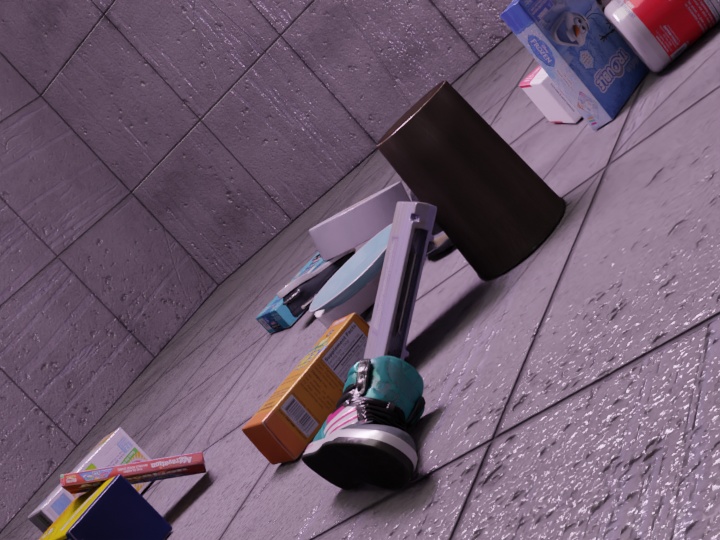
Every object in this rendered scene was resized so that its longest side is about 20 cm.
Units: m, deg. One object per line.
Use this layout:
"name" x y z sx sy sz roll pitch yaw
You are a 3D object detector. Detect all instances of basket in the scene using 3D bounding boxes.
"basket" 0.124 -0.111 1.281 0.136 0.200 0.180 -42 9 7

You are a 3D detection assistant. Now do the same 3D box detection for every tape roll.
"tape roll" 0.009 0.017 1.751 0.203 0.037 0.203 -43 9 8
"tape roll" 0.003 -0.093 2.038 0.199 0.067 0.200 -28 5 3

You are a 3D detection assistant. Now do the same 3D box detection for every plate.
"plate" 0.000 0.000 1.671 0.200 0.026 0.200 -42 10 9

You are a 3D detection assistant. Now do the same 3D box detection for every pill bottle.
"pill bottle" 0.420 -0.360 1.392 0.200 0.112 0.112 -42 9 15

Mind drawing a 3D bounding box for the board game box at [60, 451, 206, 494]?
"board game box" -0.322 0.292 1.563 0.197 0.020 0.103 -8 -18 -8

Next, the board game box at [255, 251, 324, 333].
"board game box" -0.111 0.035 2.191 0.200 0.047 0.151 -47 9 -20

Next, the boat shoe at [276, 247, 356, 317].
"boat shoe" -0.070 0.022 2.015 0.199 0.061 0.075 -33 -1 -35

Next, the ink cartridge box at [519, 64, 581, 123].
"ink cartridge box" 0.348 -0.318 1.621 0.200 0.084 0.145 -44 9 2

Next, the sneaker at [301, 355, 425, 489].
"sneaker" 0.021 0.135 1.000 0.121 0.083 0.200 -57 12 -21

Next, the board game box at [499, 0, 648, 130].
"board game box" 0.306 -0.325 1.466 0.200 0.199 0.043 -50 13 -34

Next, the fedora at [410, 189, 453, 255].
"fedora" 0.134 -0.113 1.599 0.200 0.092 0.201 -42 9 8

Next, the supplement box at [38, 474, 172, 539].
"supplement box" -0.368 0.379 1.523 0.200 0.109 0.110 -34 13 51

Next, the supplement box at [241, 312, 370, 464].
"supplement box" -0.055 0.144 1.345 0.200 0.069 0.066 -47 11 -33

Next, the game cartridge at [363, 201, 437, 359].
"game cartridge" 0.045 0.021 1.256 0.130 0.038 0.203 -140 62 -85

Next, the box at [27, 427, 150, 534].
"box" -0.461 0.388 1.898 0.200 0.113 0.101 -49 9 -34
